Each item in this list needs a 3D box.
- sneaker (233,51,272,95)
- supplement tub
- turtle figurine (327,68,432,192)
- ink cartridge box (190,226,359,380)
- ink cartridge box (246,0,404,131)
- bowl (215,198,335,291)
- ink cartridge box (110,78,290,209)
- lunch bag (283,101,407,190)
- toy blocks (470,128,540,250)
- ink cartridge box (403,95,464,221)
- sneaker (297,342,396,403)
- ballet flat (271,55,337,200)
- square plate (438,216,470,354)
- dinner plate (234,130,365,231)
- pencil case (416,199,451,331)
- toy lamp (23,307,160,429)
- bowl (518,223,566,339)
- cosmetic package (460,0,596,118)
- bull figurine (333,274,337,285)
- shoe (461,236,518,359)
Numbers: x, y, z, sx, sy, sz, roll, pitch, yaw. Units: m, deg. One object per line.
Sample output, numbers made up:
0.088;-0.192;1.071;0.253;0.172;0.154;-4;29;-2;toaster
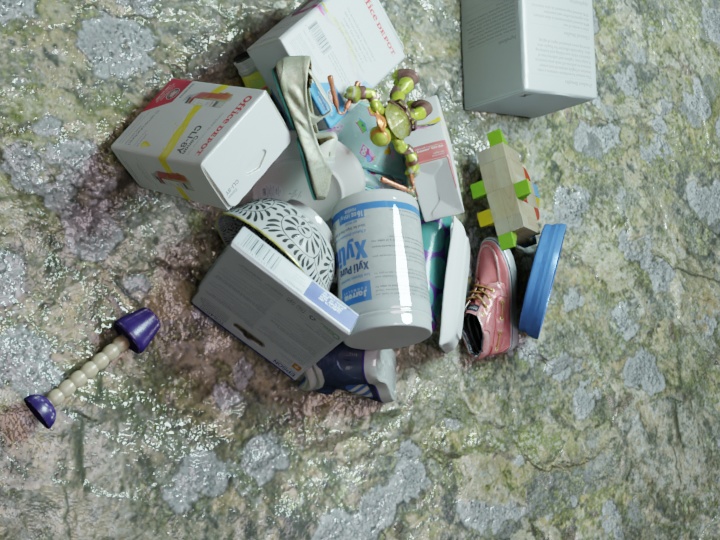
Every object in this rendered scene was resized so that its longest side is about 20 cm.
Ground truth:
-0.097;-0.307;1.464;0.199;0.078;0.091;-25;111;-27;sneaker
0.029;-0.001;1.363;0.131;0.132;0.202;7;67;-32;supplement tub
0.044;-0.223;1.359;0.200;0.064;0.162;50;42;-16;turtle figurine
-0.122;0.051;1.326;0.199;0.200;0.041;38;55;-7;ink cartridge box
-0.044;-0.312;1.385;0.200;0.084;0.145;-48;119;-32;ink cartridge box
-0.100;-0.037;1.361;0.094;0.200;0.201;-47;111;-20;bowl
-0.213;-0.174;1.292;0.146;0.199;0.084;-54;136;-23;ink cartridge box
-0.017;-0.179;1.475;0.198;0.077;0.162;10;62;-32;lunch bag
0.264;-0.126;1.654;0.136;0.099;0.202;14;60;-58;toy blocks
0.108;-0.188;1.504;0.201;0.067;0.117;-95;168;-46;ink cartridge box
-0.027;0.154;1.480;0.200;0.145;0.081;53;37;-69;sneaker
-0.062;-0.189;1.292;0.062;0.068;0.202;-15;112;5;ballet flat
0.153;0.030;1.544;0.028;0.200;0.200;6;82;9;square plate
-0.091;-0.115;1.392;0.199;0.200;0.024;30;35;-27;dinner plate
0.089;-0.004;1.516;0.085;0.092;0.202;42;52;-52;pencil case
-0.351;0.123;1.282;0.200;0.058;0.058;-42;109;-28;toy lamp
0.310;0.015;1.649;0.039;0.201;0.202;14;76;12;bowl
0.285;-0.381;1.650;0.166;0.166;0.202;0;87;-32;cosmetic package
0.000;0.000;1.498;0.121;0.065;0.202;48;51;-54;bull figurine
0.213;0.047;1.634;0.090;0.071;0.202;-12;98;-42;shoe
